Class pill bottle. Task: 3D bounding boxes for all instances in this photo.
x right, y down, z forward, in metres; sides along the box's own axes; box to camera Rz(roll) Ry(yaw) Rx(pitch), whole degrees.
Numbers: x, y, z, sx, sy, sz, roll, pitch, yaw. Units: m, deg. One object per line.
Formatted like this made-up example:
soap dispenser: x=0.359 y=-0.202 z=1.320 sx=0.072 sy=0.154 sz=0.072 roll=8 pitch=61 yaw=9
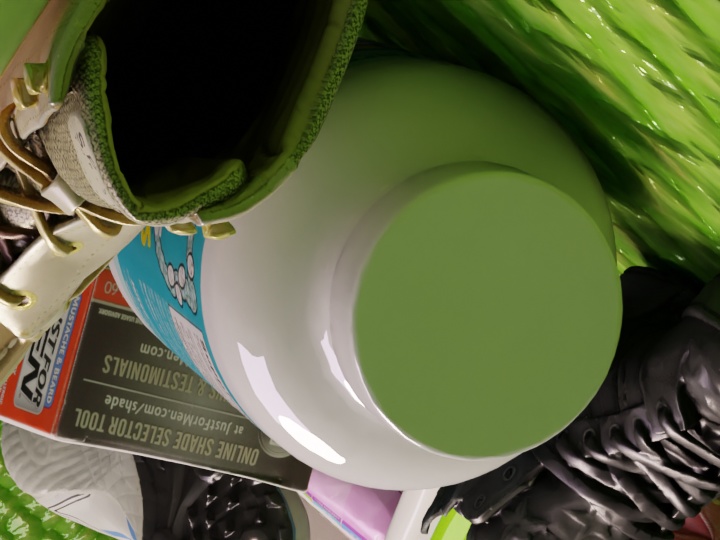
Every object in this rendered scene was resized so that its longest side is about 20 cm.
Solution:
pill bottle: x=0.000 y=-0.006 z=0.655 sx=0.111 sy=0.111 sz=0.200 roll=42 pitch=175 yaw=-20

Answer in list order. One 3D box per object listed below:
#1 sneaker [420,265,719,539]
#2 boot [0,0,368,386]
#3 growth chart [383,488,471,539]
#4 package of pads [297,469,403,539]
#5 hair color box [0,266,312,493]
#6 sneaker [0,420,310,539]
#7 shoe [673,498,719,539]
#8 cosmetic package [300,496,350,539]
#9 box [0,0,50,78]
sneaker: x=0.073 y=0.054 z=0.654 sx=0.060 sy=0.104 sz=0.200 roll=39 pitch=177 yaw=-9
boot: x=-0.076 y=-0.021 z=0.586 sx=0.072 sy=0.200 sz=0.155 roll=37 pitch=176 yaw=-19
growth chart: x=0.098 y=0.121 z=0.875 sx=0.199 sy=0.018 sz=0.145 roll=20 pitch=136 yaw=13
package of pads: x=0.026 y=0.056 z=0.984 sx=0.200 sy=0.121 sz=0.076 roll=40 pitch=170 yaw=10
hair color box: x=-0.109 y=0.026 z=0.898 sx=0.110 sy=0.064 sz=0.199 roll=16 pitch=179 yaw=-37
sneaker: x=-0.075 y=0.084 z=0.986 sx=0.072 sy=0.072 sz=0.200 roll=8 pitch=-174 yaw=-37
shoe: x=0.121 y=0.080 z=0.737 sx=0.071 sy=0.092 sz=0.200 roll=7 pitch=166 yaw=-35
cosmetic package: x=0.009 y=0.102 z=1.068 sx=0.087 sy=0.200 sz=0.103 roll=40 pitch=177 yaw=11
box: x=-0.157 y=-0.072 z=0.590 sx=0.106 sy=0.153 sz=0.200 roll=38 pitch=159 yaw=-21
